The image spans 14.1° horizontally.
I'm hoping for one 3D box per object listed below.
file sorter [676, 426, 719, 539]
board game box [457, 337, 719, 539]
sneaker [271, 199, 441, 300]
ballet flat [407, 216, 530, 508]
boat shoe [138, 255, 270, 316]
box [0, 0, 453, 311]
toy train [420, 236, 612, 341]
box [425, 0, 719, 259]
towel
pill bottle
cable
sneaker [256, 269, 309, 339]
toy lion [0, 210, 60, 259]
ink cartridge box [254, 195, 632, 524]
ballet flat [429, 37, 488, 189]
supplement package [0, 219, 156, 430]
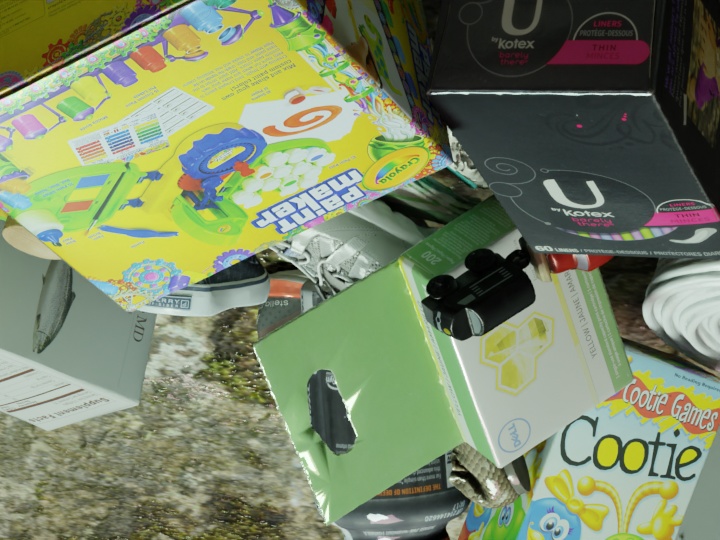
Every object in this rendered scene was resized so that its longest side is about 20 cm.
[{"bbox_3d":[0.312,0.186,2.100,0.200,0.139,0.125,12,162,-5],"label":"file sorter"},{"bbox_3d":[0.141,0.142,1.848,0.105,0.200,0.103,19,-176,-16],"label":"board game box"},{"bbox_3d":[0.000,0.000,1.734,0.200,0.082,0.075,20,174,-3],"label":"sneaker"},{"bbox_3d":[0.052,0.054,1.806,0.046,0.200,0.067,-23,167,14],"label":"ballet flat"},{"bbox_3d":[-0.095,-0.025,1.849,0.071,0.091,0.200,8,-174,7],"label":"boat shoe"},{"bbox_3d":[-0.091,-0.104,1.454,0.200,0.122,0.193,-24,141,19],"label":"box"},{"bbox_3d":[0.123,-0.022,1.626,0.046,0.200,0.034,41,159,45],"label":"toy train"},{"bbox_3d":[0.126,-0.092,1.515,0.122,0.106,0.200,1,157,22],"label":"box"},{"bbox_3d":[-0.031,-0.078,1.693,0.152,0.023,0.200,13,168,43],"label":"towel"},{"bbox_3d":[0.018,0.102,1.898,0.106,0.200,0.106,-3,-174,0],"label":"pill bottle"},{"bbox_3d":[0.276,0.015,1.775,0.200,0.069,0.200,23,157,-30],"label":"cable"},{"bbox_3d":[0.019,0.063,1.987,0.200,0.082,0.077,14,158,-10],"label":"sneaker"},{"bbox_3d":[-0.254,-0.091,1.762,0.191,0.069,0.200,18,159,-1],"label":"toy lion"},{"bbox_3d":[0.051,0.053,1.686,0.048,0.200,0.146,34,151,51],"label":"ink cartridge box"},{"bbox_3d":[0.051,-0.087,1.604,0.072,0.072,0.200,4,177,13],"label":"ballet flat"},{"bbox_3d":[-0.247,0.014,1.934,0.200,0.117,0.117,24,155,-33],"label":"supplement package"}]
